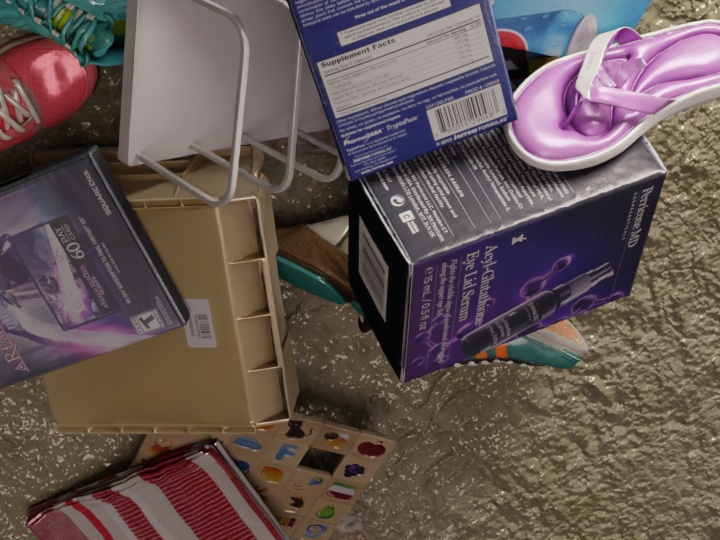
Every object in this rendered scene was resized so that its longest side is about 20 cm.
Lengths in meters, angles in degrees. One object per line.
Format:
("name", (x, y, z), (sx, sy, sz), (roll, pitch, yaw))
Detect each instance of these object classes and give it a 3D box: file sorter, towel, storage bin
("file sorter", (-0.048, -0.135, 0.939), (0.198, 0.124, 0.140), (-15, 124, -40))
("towel", (-0.174, 0.231, 1.184), (0.198, 0.023, 0.145), (-23, 119, 18))
("storage bin", (-0.152, 0.016, 1.036), (0.196, 0.094, 0.202), (-1, 117, 10))

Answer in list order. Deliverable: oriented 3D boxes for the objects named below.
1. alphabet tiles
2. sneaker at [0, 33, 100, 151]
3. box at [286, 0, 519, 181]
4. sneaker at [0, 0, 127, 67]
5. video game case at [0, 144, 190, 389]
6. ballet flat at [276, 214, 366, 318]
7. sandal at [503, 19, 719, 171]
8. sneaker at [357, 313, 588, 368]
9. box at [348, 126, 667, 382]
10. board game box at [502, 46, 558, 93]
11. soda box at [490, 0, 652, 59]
("alphabet tiles", (-0.091, 0.169, 1.168), (0.198, 0.008, 0.168), (16, 134, -16))
("sneaker", (-0.278, -0.102, 0.989), (0.198, 0.087, 0.074), (-25, 119, 3))
("box", (0.019, -0.159, 0.834), (0.120, 0.033, 0.201), (-19, 130, 1))
("sneaker", (-0.196, -0.184, 0.939), (0.198, 0.080, 0.078), (8, 135, -26))
("video game case", (-0.240, 0.007, 0.983), (0.198, 0.019, 0.144), (-19, 113, 18))
("ballet flat", (0.000, 0.000, 1.068), (0.073, 0.199, 0.068), (-56, 152, -11))
("sandal", (0.180, -0.133, 0.917), (0.201, 0.083, 0.050), (-26, 153, -22))
("sneaker", (0.090, 0.047, 1.138), (0.198, 0.072, 0.081), (23, 112, -10))
("box", (0.098, -0.031, 0.964), (0.198, 0.105, 0.149), (-20, 146, -13))
("board game box", (0.121, -0.134, 1.056), (0.163, 0.057, 0.202), (-7, 117, -4))
("soda box", (0.098, -0.195, 0.916), (0.198, 0.065, 0.068), (5, 131, -32))
